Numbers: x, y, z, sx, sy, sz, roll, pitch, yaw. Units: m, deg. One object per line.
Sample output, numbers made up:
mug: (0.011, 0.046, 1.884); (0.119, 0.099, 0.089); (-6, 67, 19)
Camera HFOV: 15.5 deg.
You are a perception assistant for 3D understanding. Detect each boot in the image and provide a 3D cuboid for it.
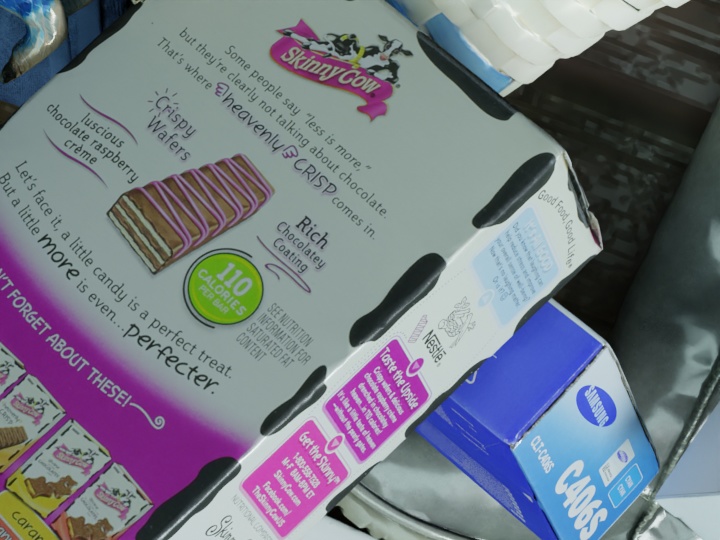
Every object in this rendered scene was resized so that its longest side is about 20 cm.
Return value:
boot: (0.092, 0.014, 0.860); (0.181, 0.073, 0.200); (19, 119, -9)

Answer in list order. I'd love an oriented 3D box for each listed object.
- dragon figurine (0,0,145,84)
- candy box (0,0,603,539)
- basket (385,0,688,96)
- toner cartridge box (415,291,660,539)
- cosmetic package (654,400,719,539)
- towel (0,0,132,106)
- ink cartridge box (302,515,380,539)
dragon figurine: (-0.091, -0.121, 0.742); (0.200, 0.059, 0.100); (-25, 111, 40)
candy box: (-0.051, 0.010, 0.734); (0.200, 0.061, 0.136); (-43, 60, -7)
basket: (0.068, -0.159, 0.764); (0.200, 0.139, 0.176); (-34, 101, 29)
toner cartridge box: (0.000, 0.000, 0.814); (0.043, 0.095, 0.200); (-46, 61, -8)
cosmetic package: (0.200, 0.037, 0.781); (0.151, 0.052, 0.200); (41, 69, -12)
towel: (-0.160, -0.115, 0.864); (0.199, 0.049, 0.112); (18, 147, 7)
ink cartridge box: (-0.019, 0.137, 0.898); (0.199, 0.059, 0.104); (24, 83, 4)
